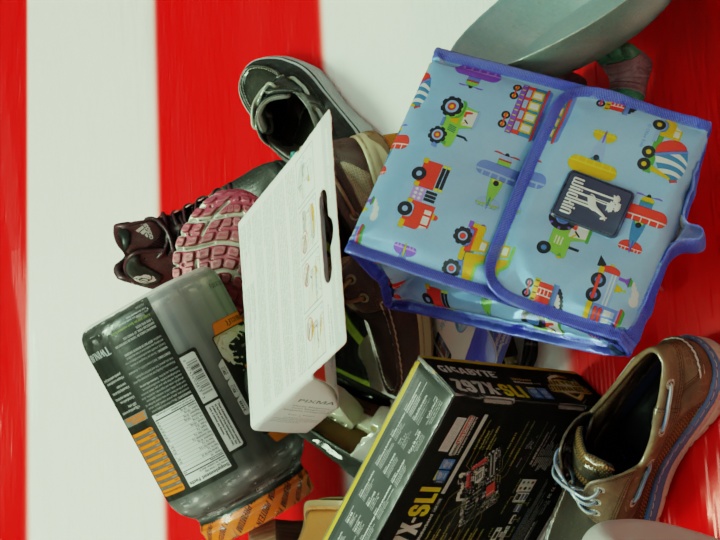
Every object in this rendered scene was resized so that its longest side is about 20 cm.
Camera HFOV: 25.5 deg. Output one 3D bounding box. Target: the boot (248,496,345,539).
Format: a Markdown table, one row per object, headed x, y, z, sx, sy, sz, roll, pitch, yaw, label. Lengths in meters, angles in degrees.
| x | y | z | sx | sy | sz | roll | pitch | yaw | label |
| --- | --- | --- | --- | --- | --- | --- | --- | --- | --- |
| -0.021 | 0.258 | 1.222 | 0.200 | 0.077 | 0.156 | -26 | 65 | 43 | boot |

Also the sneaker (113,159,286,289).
| x | y | z | sx | sy | sz | roll | pitch | yaw | label |
| --- | --- | --- | --- | --- | --- | --- | --- | --- | --- |
| -0.146 | -0.033 | 1.389 | 0.200 | 0.115 | 0.076 | -41 | 54 | 37 | sneaker |

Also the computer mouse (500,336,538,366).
| x | y | z | sx | sy | sz | roll | pitch | yaw | label |
| --- | --- | --- | --- | --- | --- | --- | --- | --- | --- |
| 0.087 | -0.010 | 1.182 | 0.059 | 0.034 | 0.200 | -40 | 55 | 36 | computer mouse |

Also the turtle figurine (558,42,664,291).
| x | y | z | sx | sy | sz | roll | pitch | yaw | label |
| --- | --- | --- | --- | --- | --- | --- | --- | --- | --- |
| 0.143 | -0.049 | 1.075 | 0.150 | 0.101 | 0.200 | -3 | 68 | 34 | turtle figurine |

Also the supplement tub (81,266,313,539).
| x | y | z | sx | sy | sz | roll | pitch | yaw | label |
| --- | --- | --- | --- | --- | --- | --- | --- | --- | --- |
| -0.125 | 0.109 | 1.265 | 0.122 | 0.122 | 0.200 | -27 | 92 | 43 | supplement tub |

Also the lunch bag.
| x | y | z | sx | sy | sz | roll | pitch | yaw | label |
| --- | --- | --- | --- | --- | --- | --- | --- | --- | --- |
| 0.117 | -0.035 | 0.982 | 0.200 | 0.094 | 0.151 | 15 | 71 | 27 | lunch bag |

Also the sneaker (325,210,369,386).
| x | y | z | sx | sy | sz | roll | pitch | yaw | label |
| --- | --- | --- | --- | --- | --- | --- | --- | --- | --- |
| -0.034 | 0.038 | 1.252 | 0.076 | 0.075 | 0.200 | 39 | 129 | 50 | sneaker |

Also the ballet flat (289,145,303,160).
| x | y | z | sx | sy | sz | roll | pitch | yaw | label |
| --- | --- | --- | --- | --- | --- | --- | --- | --- | --- |
| -0.034 | -0.032 | 1.289 | 0.200 | 0.069 | 0.070 | 109 | 149 | -59 | ballet flat |

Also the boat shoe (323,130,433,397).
| x | y | z | sx | sy | sz | roll | pitch | yaw | label |
| --- | --- | --- | --- | --- | --- | --- | --- | --- | --- |
| 0.000 | 0.000 | 1.167 | 0.072 | 0.072 | 0.200 | 173 | 86 | -68 | boat shoe |

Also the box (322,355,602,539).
| x | y | z | sx | sy | sz | roll | pitch | yaw | label |
| --- | --- | --- | --- | --- | --- | --- | --- | --- | --- |
| 0.064 | 0.156 | 1.081 | 0.049 | 0.160 | 0.200 | 46 | 118 | 44 | box |

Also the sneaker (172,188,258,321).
| x | y | z | sx | sy | sz | roll | pitch | yaw | label |
| --- | --- | --- | --- | --- | --- | --- | --- | --- | --- |
| -0.118 | 0.028 | 1.354 | 0.080 | 0.075 | 0.200 | 10 | 100 | 11 | sneaker |

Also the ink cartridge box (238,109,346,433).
| x | y | z | sx | sy | sz | roll | pitch | yaw | label |
| --- | --- | --- | --- | --- | --- | --- | --- | --- | --- |
| -0.030 | 0.007 | 1.071 | 0.200 | 0.057 | 0.163 | 141 | 129 | -57 | ink cartridge box |

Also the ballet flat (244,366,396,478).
| x | y | z | sx | sy | sz | roll | pitch | yaw | label |
| --- | --- | --- | --- | --- | --- | --- | --- | --- | --- |
| -0.002 | 0.114 | 1.165 | 0.200 | 0.068 | 0.068 | 24 | 70 | 15 | ballet flat |

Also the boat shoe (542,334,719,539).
| x | y | z | sx | sy | sz | roll | pitch | yaw | label |
| --- | --- | --- | --- | --- | --- | --- | --- | --- | --- |
| 0.162 | 0.125 | 1.040 | 0.072 | 0.072 | 0.200 | 42 | 114 | 44 | boat shoe |

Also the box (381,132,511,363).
| x | y | z | sx | sy | sz | roll | pitch | yaw | label |
| --- | --- | --- | --- | --- | --- | --- | --- | --- | --- |
| 0.060 | 0.006 | 1.172 | 0.200 | 0.041 | 0.119 | 60 | 152 | 34 | box |

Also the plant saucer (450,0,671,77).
| x | y | z | sx | sy | sz | roll | pitch | yaw | label |
| --- | --- | --- | --- | --- | --- | --- | --- | --- | --- |
| 0.152 | -0.175 | 1.071 | 0.201 | 0.039 | 0.201 | -31 | 19 | 12 | plant saucer |

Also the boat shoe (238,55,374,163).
| x | y | z | sx | sy | sz | roll | pitch | yaw | label |
| --- | --- | --- | --- | --- | --- | --- | --- | --- | --- |
| -0.057 | -0.134 | 1.339 | 0.200 | 0.071 | 0.072 | 38 | 112 | 46 | boat shoe |

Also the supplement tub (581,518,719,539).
| x | y | z | sx | sy | sz | roll | pitch | yaw | label |
| --- | --- | --- | --- | --- | --- | --- | --- | --- | --- |
| 0.176 | 0.263 | 0.944 | 0.145 | 0.145 | 0.200 | 22 | 100 | 48 | supplement tub |
